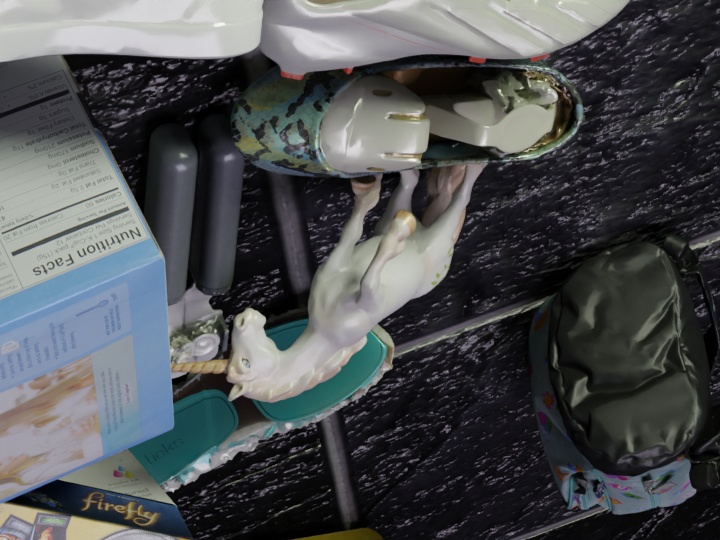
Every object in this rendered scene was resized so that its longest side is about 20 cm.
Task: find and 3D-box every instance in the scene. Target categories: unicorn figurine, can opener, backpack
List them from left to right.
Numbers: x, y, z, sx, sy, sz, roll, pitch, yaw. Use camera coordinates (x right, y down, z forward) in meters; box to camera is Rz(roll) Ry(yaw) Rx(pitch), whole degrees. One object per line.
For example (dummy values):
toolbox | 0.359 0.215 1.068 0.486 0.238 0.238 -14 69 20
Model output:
can opener | -0.098 -0.011 1.362 0.053 0.067 0.200 -15 146 -20
unicorn figurine | 0.000 0.000 1.364 0.200 0.074 0.138 -19 142 -40
backpack | 0.175 0.083 1.681 0.126 0.167 0.200 -3 160 6

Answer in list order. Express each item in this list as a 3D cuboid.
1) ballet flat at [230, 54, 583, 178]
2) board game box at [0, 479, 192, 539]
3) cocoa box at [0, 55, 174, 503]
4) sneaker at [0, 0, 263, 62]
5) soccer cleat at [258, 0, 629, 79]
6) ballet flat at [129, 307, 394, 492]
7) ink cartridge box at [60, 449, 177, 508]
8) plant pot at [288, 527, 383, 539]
ballet flat | 0.031 -0.080 1.298 0.200 0.074 0.074 -11 154 -33
board game box | -0.207 0.168 1.353 0.200 0.035 0.136 16 113 -31
cocoa box | -0.175 0.011 1.231 0.133 0.131 0.200 -23 156 -14
sneaker | -0.138 -0.136 1.081 0.200 0.073 0.085 -4 117 -19
soccer cleat | 0.045 -0.137 1.206 0.200 0.069 0.078 -11 151 -16
ballet flat | -0.069 0.072 1.560 0.200 0.072 0.072 -26 155 14
ink cartridge box | -0.192 0.140 1.498 0.116 0.200 0.067 -12 113 -22
plant pot | -0.047 0.304 1.902 0.200 0.200 0.177 -6 140 -31
